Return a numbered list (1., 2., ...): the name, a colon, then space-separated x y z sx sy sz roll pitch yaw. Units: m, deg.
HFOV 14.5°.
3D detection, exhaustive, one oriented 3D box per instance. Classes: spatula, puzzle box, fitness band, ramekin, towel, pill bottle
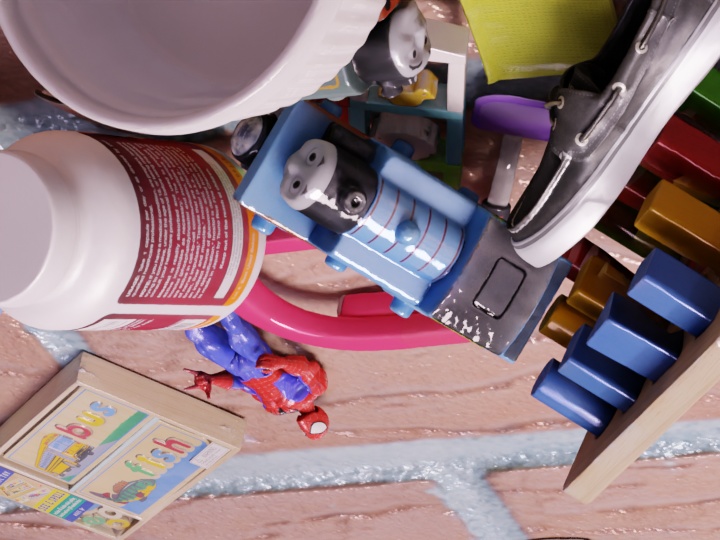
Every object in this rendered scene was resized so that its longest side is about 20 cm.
1. spatula: 0.083 -0.053 1.673 0.056 0.021 0.200 10 148 -2
2. puzzle box: -0.185 0.129 2.024 0.133 0.026 0.200 24 145 -20
3. fitness band: 0.000 0.000 1.748 0.199 0.038 0.144 -7 147 33
4. ramekin: -0.076 -0.165 1.384 0.199 0.202 0.105 -7 176 25
5. towel: 0.085 -0.165 1.502 0.086 0.018 0.200 0 147 17
6. pill bottle: -0.150 -0.022 1.625 0.112 0.114 0.200 -11 173 29

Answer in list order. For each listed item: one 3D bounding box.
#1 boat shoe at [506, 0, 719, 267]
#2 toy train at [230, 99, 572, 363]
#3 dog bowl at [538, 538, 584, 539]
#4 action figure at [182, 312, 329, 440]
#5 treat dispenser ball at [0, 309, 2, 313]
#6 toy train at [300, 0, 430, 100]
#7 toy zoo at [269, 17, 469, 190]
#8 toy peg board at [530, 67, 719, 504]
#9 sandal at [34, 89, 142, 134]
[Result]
1. boat shoe: 0.132 -0.092 1.514 0.056 0.069 0.200 31 112 -13
2. toy train: 0.019 -0.027 1.586 0.199 0.087 0.114 31 180 -29
3. dog bowl: 0.169 0.273 2.121 0.199 0.059 0.200 7 148 5
4. action figure: -0.078 0.057 1.866 0.065 0.052 0.200 -16 142 29
5. treat dispenser ball: -0.303 -0.015 1.671 0.200 0.202 0.201 7 148 4
6. toy train: -0.056 -0.138 1.494 0.199 0.085 0.115 -4 118 25
7. toy zoo: -0.004 -0.101 1.604 0.130 0.021 0.200 8 153 5
8. toy peg board: 0.159 -0.007 1.577 0.097 0.200 0.200 31 145 -4
9. sandal: -0.160 -0.121 1.597 0.079 0.060 0.206 -18 139 37
